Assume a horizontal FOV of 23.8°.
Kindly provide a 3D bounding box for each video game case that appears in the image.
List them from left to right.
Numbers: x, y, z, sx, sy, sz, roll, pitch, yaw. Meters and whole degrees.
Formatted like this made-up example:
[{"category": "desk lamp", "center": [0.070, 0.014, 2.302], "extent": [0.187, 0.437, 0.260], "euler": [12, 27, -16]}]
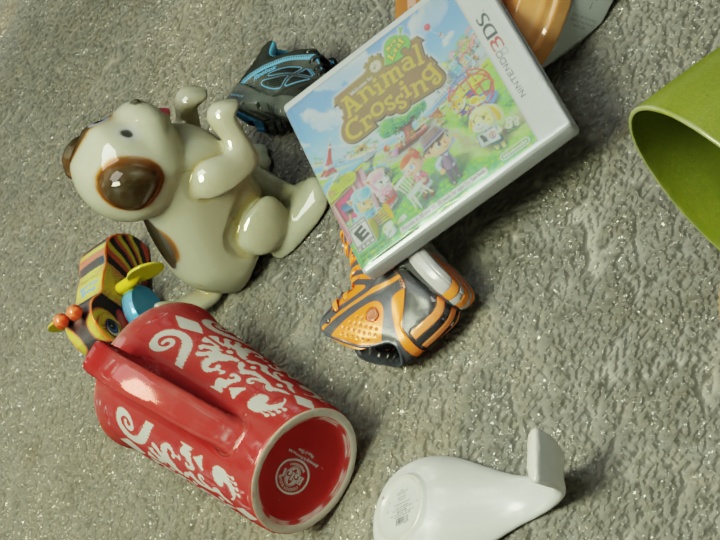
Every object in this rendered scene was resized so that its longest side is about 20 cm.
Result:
[{"category": "video game case", "center": [0.050, -0.120, 1.344], "extent": [0.200, 0.022, 0.182], "euler": [-36, 57, 16]}]

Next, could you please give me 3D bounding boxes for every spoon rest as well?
[{"category": "spoon rest", "center": [0.080, 0.170, 1.246], "extent": [0.200, 0.060, 0.100], "euler": [-29, 48, 45]}]

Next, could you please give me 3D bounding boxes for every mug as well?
[{"category": "mug", "center": [-0.122, 0.126, 1.372], "extent": [0.200, 0.177, 0.134], "euler": [28, 117, 43]}]

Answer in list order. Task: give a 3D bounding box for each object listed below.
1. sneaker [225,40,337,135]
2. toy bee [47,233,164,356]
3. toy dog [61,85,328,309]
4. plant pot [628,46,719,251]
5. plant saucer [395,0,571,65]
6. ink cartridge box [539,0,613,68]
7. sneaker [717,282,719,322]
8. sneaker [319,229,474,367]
[{"category": "sneaker", "center": [-0.044, -0.161, 1.522], "extent": [0.200, 0.073, 0.082], "euler": [19, 79, 46]}, {"category": "toy bee", "center": [-0.229, 0.036, 1.557], "extent": [0.131, 0.109, 0.200], "euler": [-46, 44, 10]}, {"category": "toy dog", "center": [-0.164, -0.073, 1.490], "extent": [0.194, 0.200, 0.140], "euler": [-52, 43, 6]}, {"category": "plant pot", "center": [0.311, -0.104, 1.107], "extent": [0.200, 0.187, 0.187], "euler": [-44, 43, -6]}, {"category": "plant saucer", "center": [0.093, -0.232, 1.411], "extent": [0.200, 0.037, 0.201], "euler": [-15, 70, 47]}, {"category": "ink cartridge box", "center": [0.132, -0.220, 1.429], "extent": [0.160, 0.047, 0.201], "euler": [45, 116, 46]}, {"category": "sneaker", "center": [0.281, 0.058, 1.027], "extent": [0.070, 0.200, 0.108], "euler": [-37, 44, -20]}, {"category": "sneaker", "center": [0.000, 0.000, 1.388], "extent": [0.112, 0.077, 0.200], "euler": [-48, 44, 10]}]
